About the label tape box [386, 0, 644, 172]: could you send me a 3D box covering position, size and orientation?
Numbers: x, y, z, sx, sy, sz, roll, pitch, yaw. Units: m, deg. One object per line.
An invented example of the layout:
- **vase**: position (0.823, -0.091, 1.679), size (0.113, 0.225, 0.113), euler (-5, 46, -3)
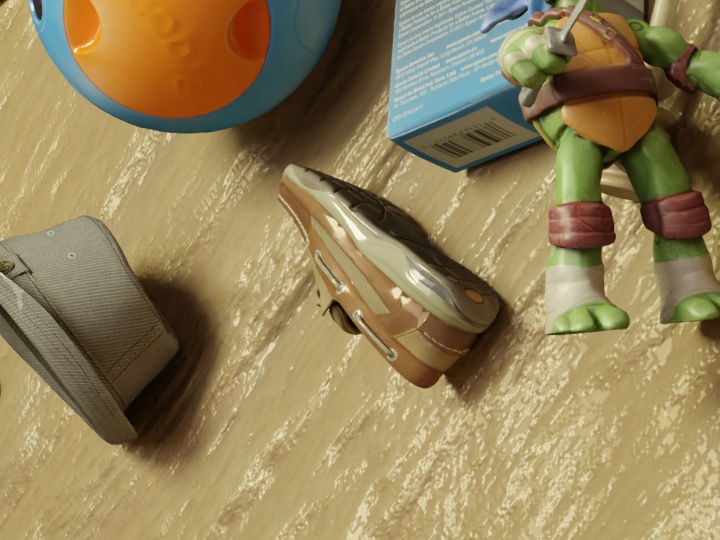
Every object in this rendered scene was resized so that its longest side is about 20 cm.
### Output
- **label tape box**: position (0.089, -0.172, 1.136), size (0.143, 0.066, 0.200), euler (-20, 55, 43)

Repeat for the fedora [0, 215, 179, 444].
- **fedora**: position (-0.188, 0.023, 1.325), size (0.090, 0.177, 0.200), euler (-40, 33, -12)

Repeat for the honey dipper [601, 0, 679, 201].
- **honey dipper**: position (0.160, -0.135, 1.043), size (0.038, 0.038, 0.200), euler (9, 82, 52)

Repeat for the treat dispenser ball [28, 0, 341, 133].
- **treat dispenser ball**: position (-0.111, -0.187, 1.275), size (0.201, 0.201, 0.201), euler (-26, 53, 41)

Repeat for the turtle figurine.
- **turtle figurine**: position (0.136, -0.072, 0.935), size (0.200, 0.144, 0.194), euler (-8, 88, 35)

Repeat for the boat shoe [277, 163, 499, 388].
- **boat shoe**: position (0.000, 0.000, 1.151), size (0.072, 0.076, 0.200), euler (-61, 36, 12)
